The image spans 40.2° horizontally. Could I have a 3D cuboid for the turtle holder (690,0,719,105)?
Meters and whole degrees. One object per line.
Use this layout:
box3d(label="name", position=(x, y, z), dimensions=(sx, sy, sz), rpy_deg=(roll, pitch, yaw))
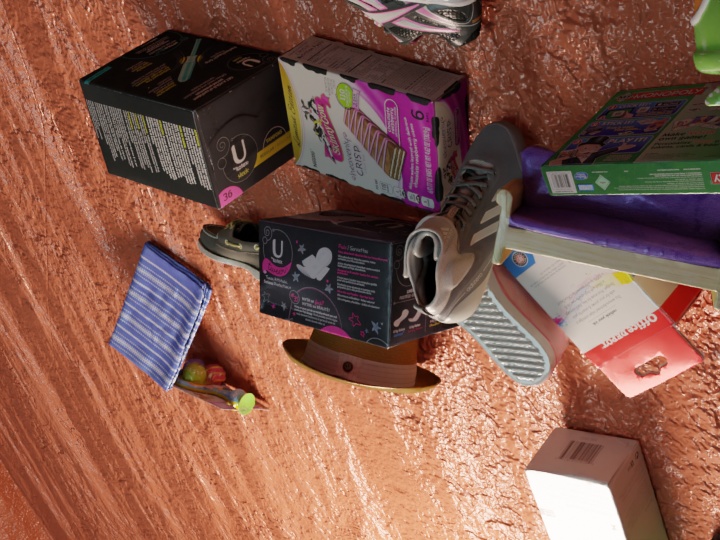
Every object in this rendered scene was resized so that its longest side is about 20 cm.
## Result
box3d(label="turtle holder", position=(0.303, -0.178, 0.623), dimensions=(0.185, 0.141, 0.132), rpy_deg=(12, 111, 54))

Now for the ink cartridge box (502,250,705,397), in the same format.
box3d(label="ink cartridge box", position=(0.234, 0.012, 0.930), dimensions=(0.200, 0.067, 0.116), rpy_deg=(48, 144, 2))

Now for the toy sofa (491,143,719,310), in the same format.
box3d(label="toy sofa", position=(0.214, -0.040, 0.819), dimensions=(0.199, 0.083, 0.098), rpy_deg=(12, 107, 15))

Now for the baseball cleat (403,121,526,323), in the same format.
box3d(label="baseball cleat", position=(0.098, -0.051, 0.901), dimensions=(0.070, 0.201, 0.106), rpy_deg=(10, 173, 35))

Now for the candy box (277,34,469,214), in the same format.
box3d(label="candy box", position=(0.014, -0.152, 1.020), dimensions=(0.200, 0.061, 0.137), rpy_deg=(23, 138, 33))

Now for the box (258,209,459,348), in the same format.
box3d(label="box", position=(0.000, 0.000, 1.096), dimensions=(0.200, 0.132, 0.115), rpy_deg=(13, 107, 41))

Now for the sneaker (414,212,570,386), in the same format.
box3d(label="sneaker", position=(0.140, 0.018, 1.007), dimensions=(0.200, 0.105, 0.075), rpy_deg=(51, 129, 6))

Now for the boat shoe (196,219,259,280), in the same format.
box3d(label="boat shoe", position=(-0.145, -0.035, 1.294), dimensions=(0.201, 0.072, 0.060), rpy_deg=(22, 116, 43))

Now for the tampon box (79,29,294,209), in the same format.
box3d(label="tampon box", position=(-0.193, -0.178, 1.139), dimensions=(0.200, 0.150, 0.127), rpy_deg=(20, 135, 35))

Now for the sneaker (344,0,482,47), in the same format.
box3d(label="sneaker", position=(0.027, -0.249, 0.907), dimensions=(0.200, 0.080, 0.086), rpy_deg=(27, 150, 36))

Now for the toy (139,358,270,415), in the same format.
box3d(label="toy", position=(-0.247, 0.175, 1.592), dimensions=(0.200, 0.115, 0.047), rpy_deg=(23, 97, 36))

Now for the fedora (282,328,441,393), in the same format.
box3d(label="fedora", position=(0.006, 0.087, 1.196), dimensions=(0.200, 0.200, 0.082), rpy_deg=(17, 98, 37))

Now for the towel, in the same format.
box3d(label="towel", position=(-0.316, 0.071, 1.535), dimensions=(0.145, 0.024, 0.200), rpy_deg=(34, 113, 22))

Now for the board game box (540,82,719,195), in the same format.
box3d(label="board game box", position=(0.256, -0.102, 0.744), dimensions=(0.200, 0.135, 0.029), rpy_deg=(4, 125, 46))

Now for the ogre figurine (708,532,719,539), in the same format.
box3d(label="ogre figurine", position=(0.377, 0.372, 1.067), dimensions=(0.098, 0.120, 0.200), rpy_deg=(-17, 111, 48))

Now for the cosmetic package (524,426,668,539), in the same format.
box3d(label="cosmetic package", position=(0.277, 0.285, 1.126), dimensions=(0.113, 0.081, 0.200), rpy_deg=(1, 122, 44))
